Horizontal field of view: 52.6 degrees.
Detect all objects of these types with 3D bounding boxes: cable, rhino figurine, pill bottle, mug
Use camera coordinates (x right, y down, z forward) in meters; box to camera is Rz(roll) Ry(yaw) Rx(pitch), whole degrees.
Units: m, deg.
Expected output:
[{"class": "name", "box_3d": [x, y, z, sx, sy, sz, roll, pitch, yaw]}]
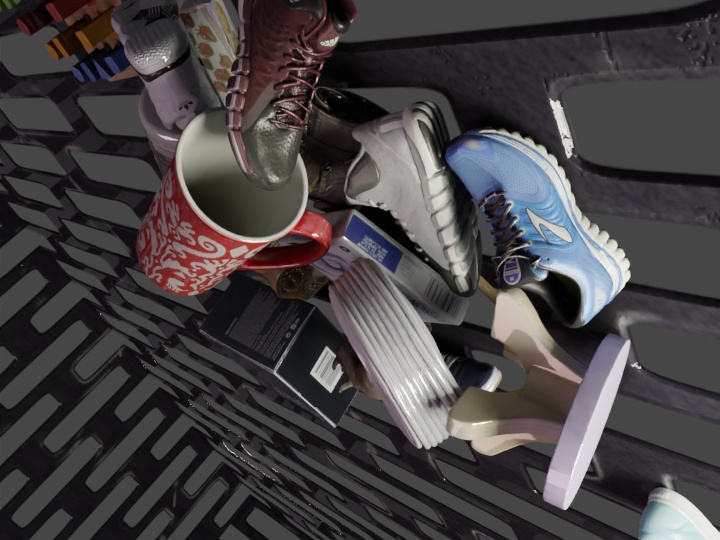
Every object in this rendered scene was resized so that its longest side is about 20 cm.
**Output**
[{"class": "cable", "box_3d": [0.033, 0.083, 0.743, 0.202, 0.068, 0.200, 61, 175, -20]}, {"class": "rhino figurine", "box_3d": [0.028, 0.121, 0.933, 0.198, 0.059, 0.090, -12, 89, 44]}, {"class": "pill bottle", "box_3d": [-0.202, -0.150, 0.921, 0.112, 0.113, 0.201, 35, 157, 16]}, {"class": "mug", "box_3d": [-0.140, -0.040, 0.748, 0.178, 0.134, 0.199, 48, 143, -7]}]

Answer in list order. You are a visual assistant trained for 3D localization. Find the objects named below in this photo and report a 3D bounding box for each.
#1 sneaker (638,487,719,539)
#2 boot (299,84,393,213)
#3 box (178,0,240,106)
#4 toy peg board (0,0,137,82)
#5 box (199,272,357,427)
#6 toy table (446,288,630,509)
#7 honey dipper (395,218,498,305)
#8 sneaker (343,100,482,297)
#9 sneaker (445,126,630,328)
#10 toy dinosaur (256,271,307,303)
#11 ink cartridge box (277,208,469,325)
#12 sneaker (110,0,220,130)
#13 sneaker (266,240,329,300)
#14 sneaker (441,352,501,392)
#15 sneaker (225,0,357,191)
[{"class": "sneaker", "box_3d": [0.395, 0.349, 0.839, 0.199, 0.082, 0.074, 42, 156, 3]}, {"class": "boot", "box_3d": [-0.058, -0.135, 0.753, 0.196, 0.071, 0.175, 13, 155, -6]}, {"class": "box", "box_3d": [-0.137, -0.208, 0.811, 0.038, 0.042, 0.202, -11, 130, 15]}, {"class": "toy peg board", "box_3d": [-0.373, -0.320, 0.937, 0.198, 0.098, 0.201, 11, 140, 50]}, {"class": "box", "box_3d": [-0.120, 0.128, 1.184, 0.194, 0.125, 0.201, 18, 157, 40]}, {"class": "toy table", "box_3d": [0.167, 0.114, 0.674, 0.115, 0.199, 0.188, 19, 112, 26]}, {"class": "honey dipper", "box_3d": [0.120, 0.004, 0.776, 0.200, 0.038, 0.038, 43, 155, -5]}, {"class": "sneaker", "box_3d": [0.045, -0.061, 0.705, 0.113, 0.075, 0.203, -6, 121, 27]}, {"class": "sneaker", "box_3d": [0.142, -0.034, 0.617, 0.200, 0.089, 0.078, 46, 154, -6]}, {"class": "toy dinosaur", "box_3d": [-0.154, -0.012, 1.131, 0.105, 0.061, 0.202, 28, 151, 26]}, {"class": "ink cartridge box", "box_3d": [0.000, 0.000, 0.875, 0.198, 0.041, 0.198, 35, 162, -28]}, {"class": "sneaker", "box_3d": [-0.212, -0.227, 0.795, 0.201, 0.074, 0.116, -118, 6, -48]}, {"class": "sneaker", "box_3d": [-0.104, -0.015, 0.990, 0.090, 0.067, 0.200, 48, -178, 13]}, {"class": "sneaker", "box_3d": [0.095, 0.124, 0.956, 0.109, 0.070, 0.199, 46, 158, -11]}, {"class": "sneaker", "box_3d": [-0.056, -0.174, 0.628, 0.114, 0.075, 0.205, 2, 93, 42]}]
